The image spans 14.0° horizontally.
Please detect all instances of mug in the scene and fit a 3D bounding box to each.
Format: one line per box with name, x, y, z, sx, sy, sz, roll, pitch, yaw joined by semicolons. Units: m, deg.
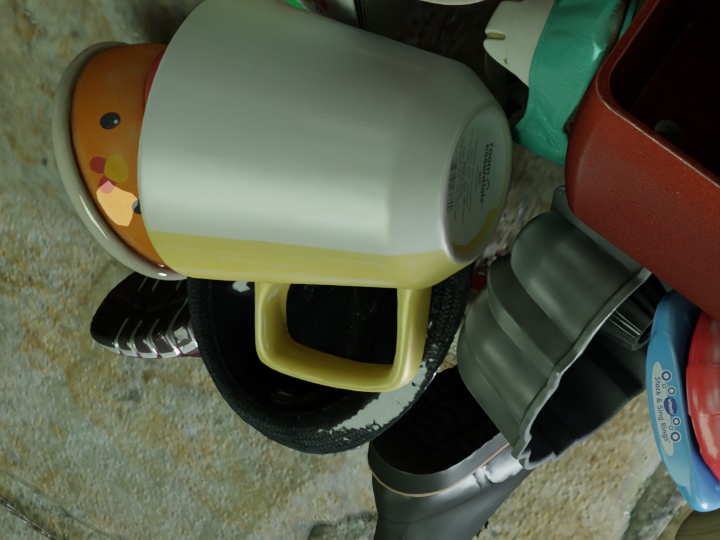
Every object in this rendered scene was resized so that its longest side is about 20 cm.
mug;-0.004;-0.046;1.491;0.153;0.150;0.187;11;149;26

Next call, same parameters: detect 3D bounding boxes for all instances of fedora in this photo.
fedora;0.000;0.000;1.608;0.200;0.092;0.201;0;91;34

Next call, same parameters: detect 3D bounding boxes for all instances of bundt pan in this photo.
bundt pan;0.127;0.006;1.532;0.076;0.202;0.202;44;150;16

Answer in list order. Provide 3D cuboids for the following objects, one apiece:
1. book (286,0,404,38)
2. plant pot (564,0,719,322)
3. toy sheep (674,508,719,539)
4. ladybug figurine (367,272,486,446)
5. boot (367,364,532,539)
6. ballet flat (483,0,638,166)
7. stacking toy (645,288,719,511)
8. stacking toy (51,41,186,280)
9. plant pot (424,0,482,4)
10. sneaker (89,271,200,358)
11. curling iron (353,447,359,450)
book;-0.039;-0.182;1.495;0.134;0.048;0.200;39;173;8
plant pot;0.205;-0.068;1.368;0.200;0.200;0.176;36;157;-3
toy sheep;0.276;0.159;1.653;0.199;0.138;0.138;1;143;1
ladybug figurine;0.058;0.064;1.771;0.136;0.072;0.200;30;148;9
boot;0.084;0.099;1.681;0.078;0.200;0.138;54;154;31
ballet flat;0.092;-0.101;1.438;0.070;0.067;0.200;22;167;6
stacking toy;0.252;0.054;1.463;0.200;0.110;0.116;-6;96;32
stacking toy;-0.062;-0.090;1.662;0.200;0.146;0.146;-23;119;33
plant pot;0.057;-0.223;1.298;0.200;0.179;0.200;24;147;17
sneaker;-0.078;0.055;1.885;0.200;0.076;0.116;-3;135;43
curling iron;-0.029;0.039;1.733;0.026;0.050;0.200;5;140;19
